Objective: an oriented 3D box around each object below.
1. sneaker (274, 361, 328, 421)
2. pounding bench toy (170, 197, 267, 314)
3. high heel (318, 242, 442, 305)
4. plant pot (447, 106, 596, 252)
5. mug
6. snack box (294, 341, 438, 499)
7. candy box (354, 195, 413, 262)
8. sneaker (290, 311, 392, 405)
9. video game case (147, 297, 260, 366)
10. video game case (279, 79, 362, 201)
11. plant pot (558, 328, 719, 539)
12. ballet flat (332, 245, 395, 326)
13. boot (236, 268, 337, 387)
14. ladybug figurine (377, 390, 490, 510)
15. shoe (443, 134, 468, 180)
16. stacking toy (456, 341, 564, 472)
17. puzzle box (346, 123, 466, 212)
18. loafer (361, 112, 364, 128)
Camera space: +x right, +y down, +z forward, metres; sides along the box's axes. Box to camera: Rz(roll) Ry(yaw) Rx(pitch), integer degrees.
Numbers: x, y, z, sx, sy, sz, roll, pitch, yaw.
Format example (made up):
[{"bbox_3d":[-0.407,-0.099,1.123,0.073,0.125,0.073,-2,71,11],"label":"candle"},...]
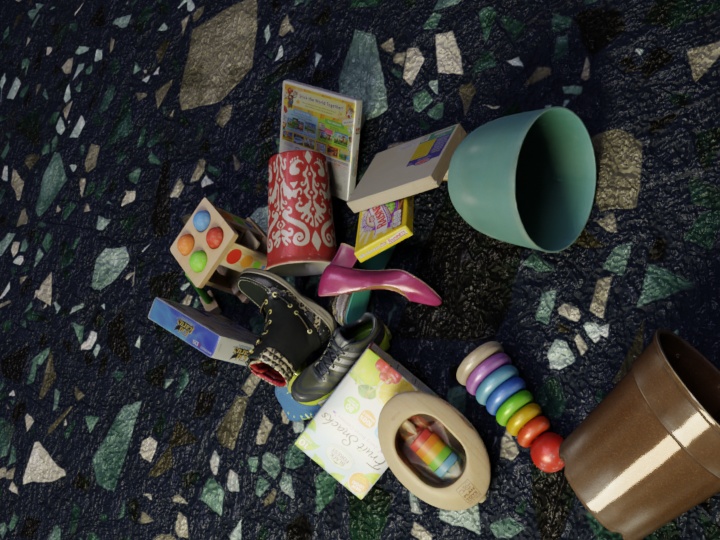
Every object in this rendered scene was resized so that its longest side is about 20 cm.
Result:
[{"bbox_3d":[-0.072,0.225,1.406,0.199,0.075,0.107,32,125,29],"label":"sneaker"},{"bbox_3d":[-0.283,-0.009,1.565,0.201,0.155,0.124,-53,53,11],"label":"pounding bench toy"},{"bbox_3d":[0.031,0.037,1.338,0.197,0.067,0.097,26,80,5],"label":"high heel"},{"bbox_3d":[0.226,-0.136,1.209,0.160,0.199,0.204,10,82,48],"label":"plant pot"},{"bbox_3d":[-0.124,-0.098,1.474,0.175,0.132,0.204,-11,78,39],"label":"mug"},{"bbox_3d":[0.010,0.237,1.297,0.142,0.053,0.201,39,102,3],"label":"snack box"},{"bbox_3d":[0.042,-0.099,1.368,0.101,0.026,0.201,-30,28,23],"label":"candy box"},{"bbox_3d":[-0.038,0.137,1.339,0.199,0.081,0.074,-41,53,-15],"label":"sneaker"},{"bbox_3d":[-0.259,0.119,1.493,0.198,0.180,0.046,24,91,39],"label":"video game case"},{"bbox_3d":[-0.078,-0.244,1.522,0.198,0.023,0.185,25,118,39],"label":"video game case"},{"bbox_3d":[0.364,0.212,1.008,0.199,0.199,0.202,-48,54,25],"label":"plant pot"},{"bbox_3d":[0.000,0.000,1.413,0.071,0.072,0.203,21,88,38],"label":"ballet flat"},{"bbox_3d":[-0.158,0.094,1.394,0.202,0.074,0.154,30,52,13],"label":"boot"},{"bbox_3d":[0.111,0.265,1.214,0.136,0.072,0.200,-43,81,6],"label":"ladybug figurine"},{"bbox_3d":[0.186,-0.199,1.340,0.197,0.053,0.071,-14,68,33],"label":"shoe"},{"bbox_3d":[0.228,0.200,1.179,0.086,0.085,0.201,-47,61,15],"label":"stacking toy"},{"bbox_3d":[0.075,-0.169,1.367,0.198,0.025,0.134,-12,38,46],"label":"puzzle box"},{"bbox_3d":[-0.081,-0.304,1.564,0.198,0.063,0.073,16,85,38],"label":"loafer"}]
